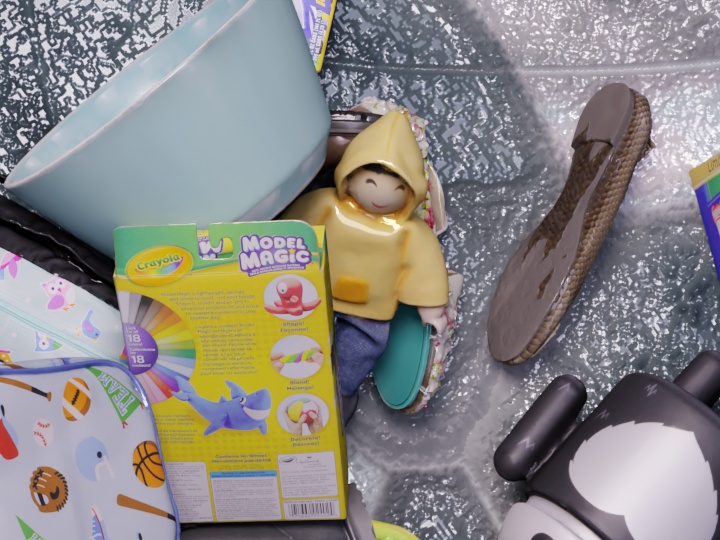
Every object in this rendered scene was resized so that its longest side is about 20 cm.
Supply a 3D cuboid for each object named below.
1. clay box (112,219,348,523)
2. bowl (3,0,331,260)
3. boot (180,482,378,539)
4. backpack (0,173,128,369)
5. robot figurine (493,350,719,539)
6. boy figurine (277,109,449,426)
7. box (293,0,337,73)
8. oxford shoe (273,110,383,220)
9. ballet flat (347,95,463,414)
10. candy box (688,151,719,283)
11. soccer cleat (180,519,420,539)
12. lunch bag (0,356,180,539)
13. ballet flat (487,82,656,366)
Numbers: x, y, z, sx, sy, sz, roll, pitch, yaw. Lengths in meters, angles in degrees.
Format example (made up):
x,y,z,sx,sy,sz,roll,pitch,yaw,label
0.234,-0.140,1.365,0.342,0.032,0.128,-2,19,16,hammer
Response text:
x,y,z,sx,sy,sz,roll,pitch,yaw,label
-0.069,0.049,1.272,0.114,0.048,0.201,-2,123,4,clay box
-0.095,-0.071,1.315,0.200,0.201,0.105,-40,102,-11,bowl
-0.074,0.218,1.297,0.198,0.066,0.166,-14,59,-16,boot
-0.206,0.022,1.343,0.199,0.167,0.127,30,97,-7,backpack
0.173,0.144,1.415,0.200,0.150,0.125,-47,129,-12,robot figurine
0.000,0.000,1.387,0.124,0.065,0.201,23,120,-1,boy figurine
-0.040,-0.220,1.478,0.069,0.064,0.202,13,80,-5,box
-0.063,-0.052,1.428,0.198,0.073,0.085,-13,89,20,oxford shoe
0.034,-0.012,1.456,0.064,0.075,0.202,-6,86,-42,ballet flat
0.287,0.007,1.431,0.076,0.169,0.202,-11,82,-13,candy box
-0.045,0.166,1.415,0.199,0.084,0.065,8,110,-23,soccer cleat
-0.169,0.141,1.202,0.160,0.075,0.202,-5,78,-53,lunch bag
0.140,-0.025,1.478,0.046,0.067,0.201,34,73,-34,ballet flat
